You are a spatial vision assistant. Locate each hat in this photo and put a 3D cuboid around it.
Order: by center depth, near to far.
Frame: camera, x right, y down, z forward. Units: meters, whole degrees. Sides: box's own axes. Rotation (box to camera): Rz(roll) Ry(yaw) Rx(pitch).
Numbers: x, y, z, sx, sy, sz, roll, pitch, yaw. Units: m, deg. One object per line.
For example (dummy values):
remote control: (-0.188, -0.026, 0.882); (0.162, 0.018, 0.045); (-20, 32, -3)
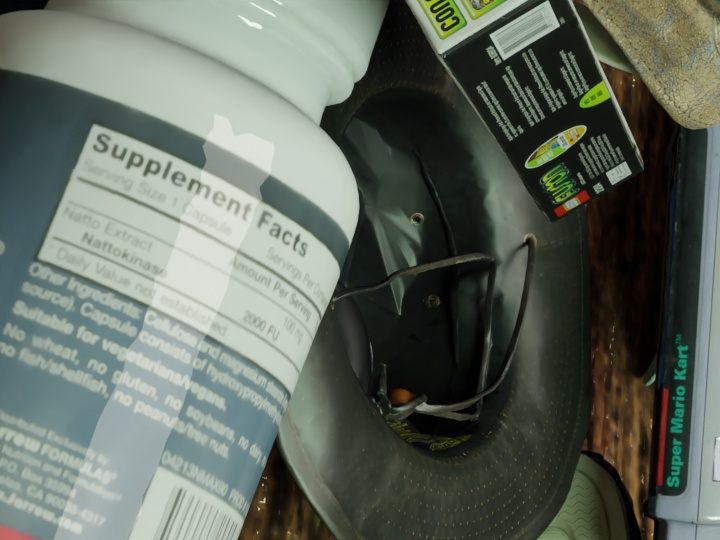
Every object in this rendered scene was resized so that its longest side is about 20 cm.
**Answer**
hat: (0.000, 0.000, 0.872); (0.200, 0.081, 0.202); (2, 87, -51)

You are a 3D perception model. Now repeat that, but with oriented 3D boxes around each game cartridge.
game cartridge: (0.118, 0.018, 0.935); (0.130, 0.038, 0.201); (34, 60, -80)

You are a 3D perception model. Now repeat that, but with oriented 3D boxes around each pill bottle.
pill bottle: (-0.068, 0.000, 0.705); (0.119, 0.119, 0.201); (35, 72, -47)

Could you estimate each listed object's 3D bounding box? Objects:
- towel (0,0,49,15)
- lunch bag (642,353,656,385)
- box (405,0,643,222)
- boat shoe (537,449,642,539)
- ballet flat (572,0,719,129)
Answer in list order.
towel: (-0.070, -0.128, 0.807); (0.200, 0.048, 0.112); (-5, 89, -55)
lunch bag: (0.191, -0.005, 1.107); (0.200, 0.121, 0.171); (51, 47, -45)
box: (0.026, -0.085, 0.729); (0.110, 0.035, 0.200); (60, 5, 15)
boat shoe: (0.072, 0.164, 0.958); (0.068, 0.071, 0.201); (25, 67, -79)
ballet flat: (0.057, -0.121, 0.857); (0.068, 0.067, 0.200); (-27, 70, -41)
